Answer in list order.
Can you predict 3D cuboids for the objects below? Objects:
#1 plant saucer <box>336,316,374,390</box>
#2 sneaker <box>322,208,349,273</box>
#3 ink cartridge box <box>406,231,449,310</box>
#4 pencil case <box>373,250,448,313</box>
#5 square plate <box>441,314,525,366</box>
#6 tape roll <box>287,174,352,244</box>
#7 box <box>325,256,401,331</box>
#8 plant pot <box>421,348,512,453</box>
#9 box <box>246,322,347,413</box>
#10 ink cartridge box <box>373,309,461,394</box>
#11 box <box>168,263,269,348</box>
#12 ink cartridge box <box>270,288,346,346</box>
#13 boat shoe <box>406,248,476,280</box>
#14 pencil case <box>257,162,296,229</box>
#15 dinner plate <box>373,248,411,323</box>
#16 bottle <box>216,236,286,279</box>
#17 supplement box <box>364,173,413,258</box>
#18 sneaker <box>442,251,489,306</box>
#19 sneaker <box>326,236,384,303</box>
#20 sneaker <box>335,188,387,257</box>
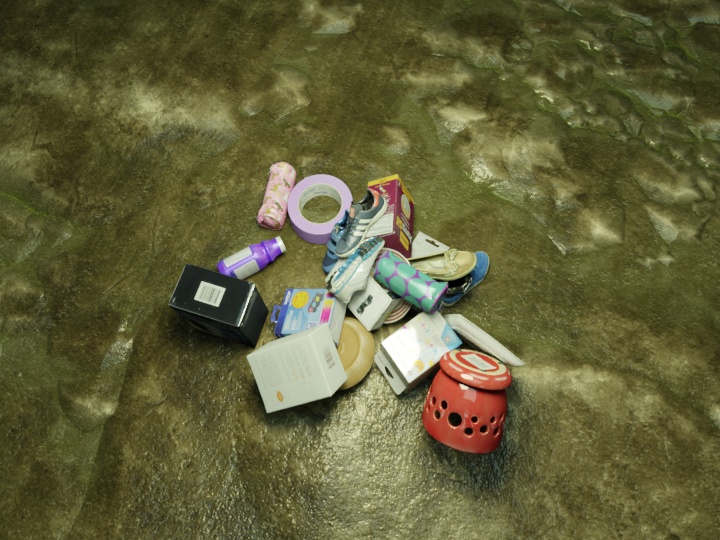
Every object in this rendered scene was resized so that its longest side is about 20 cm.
[{"bbox_3d":[-0.060,0.211,1.386,0.194,0.036,0.205,-8,60,14],"label":"plant saucer"},{"bbox_3d":[-0.059,-0.088,1.492,0.074,0.081,0.203,36,96,44],"label":"sneaker"},{"bbox_3d":[0.164,-0.001,1.494,0.107,0.051,0.202,28,69,14],"label":"ink cartridge box"},{"bbox_3d":[0.129,0.028,1.340,0.197,0.087,0.092,31,52,24],"label":"pencil case"},{"bbox_3d":[0.298,0.179,1.314,0.196,0.200,0.029,37,84,0],"label":"square plate"},{"bbox_3d":[-0.119,-0.185,1.573,0.193,0.066,0.206,-1,65,2],"label":"tape roll"},{"bbox_3d":[0.006,0.052,1.433,0.200,0.060,0.118,46,114,23],"label":"box"},{"bbox_3d":[0.255,0.300,1.243,0.194,0.201,0.188,11,104,6],"label":"plant pot"},{"bbox_3d":[-0.156,0.241,1.293,0.196,0.106,0.156,-19,94,24],"label":"box"},{"bbox_3d":[0.143,0.214,1.358,0.197,0.126,0.130,-34,69,-14],"label":"ink cartridge box"},{"bbox_3d":[-0.365,0.099,1.379,0.194,0.199,0.126,16,69,8],"label":"box"},{"bbox_3d":[-0.146,0.125,1.404,0.194,0.077,0.140,-3,57,25],"label":"ink cartridge box"},{"bbox_3d":[0.211,-0.018,1.398,0.196,0.063,0.075,-7,57,29],"label":"boat shoe"},{"bbox_3d":[-0.253,-0.224,1.584,0.084,0.083,0.206,7,67,5],"label":"pencil case"},{"bbox_3d":[0.068,0.041,1.441,0.195,0.024,0.207,1,93,34],"label":"dinner plate"},{"bbox_3d":[-0.309,-0.032,1.499,0.196,0.084,0.066,-29,68,-10],"label":"bottle"},{"bbox_3d":[0.083,-0.148,1.492,0.101,0.131,0.205,-10,58,25],"label":"supplement box"},{"bbox_3d":[0.296,0.006,1.454,0.199,0.112,0.077,-41,71,-16],"label":"sneaker"},{"bbox_3d":[0.000,0.000,1.368,0.200,0.087,0.075,-47,28,-10],"label":"sneaker"},{"bbox_3d":[-0.014,-0.133,1.401,0.074,0.084,0.202,30,82,44],"label":"sneaker"}]
